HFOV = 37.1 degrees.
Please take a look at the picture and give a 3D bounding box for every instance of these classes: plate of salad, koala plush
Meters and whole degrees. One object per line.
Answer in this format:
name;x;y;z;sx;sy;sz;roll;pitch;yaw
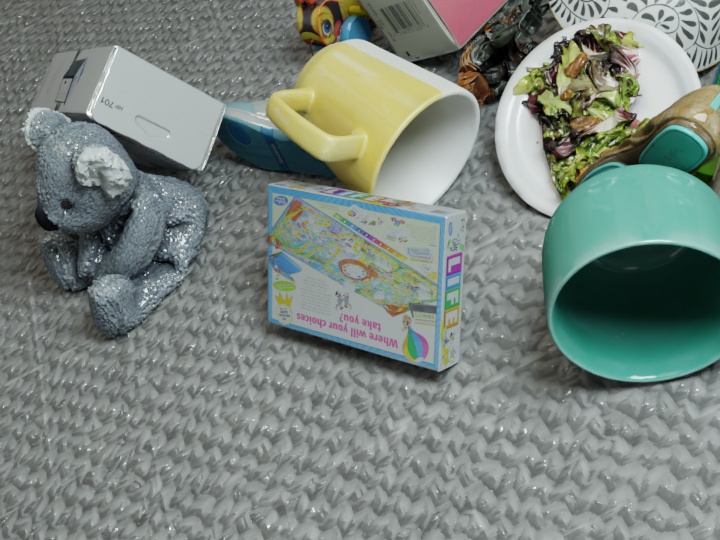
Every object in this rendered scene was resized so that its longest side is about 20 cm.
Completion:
plate of salad;0.215;-0.145;0.998;0.198;0.048;0.202;-8;74;28
koala plush;-0.269;-0.076;1.118;0.184;0.201;0.177;-41;44;-15

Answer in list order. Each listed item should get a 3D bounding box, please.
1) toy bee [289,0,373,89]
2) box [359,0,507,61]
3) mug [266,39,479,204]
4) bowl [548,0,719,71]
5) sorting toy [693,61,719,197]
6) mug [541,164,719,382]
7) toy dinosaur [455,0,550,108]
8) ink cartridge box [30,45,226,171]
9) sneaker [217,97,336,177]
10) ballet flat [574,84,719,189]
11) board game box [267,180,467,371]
toy bee;-0.030;-0.302;1.280;0.130;0.109;0.201;-4;48;22
box;0.111;-0.346;1.220;0.200;0.109;0.128;-47;22;-19
mug;0.007;-0.154;1.032;0.153;0.187;0.150;41;89;27
bowl;0.293;-0.297;1.058;0.198;0.095;0.202;4;55;-5
sorting toy;0.317;-0.156;0.903;0.036;0.201;0.186;19;56;7
mug;0.228;0.003;0.840;0.152;0.185;0.115;-33;34;31
toy dinosaur;0.153;-0.218;1.132;0.135;0.102;0.202;-16;53;43
ink cartridge box;-0.264;-0.180;1.207;0.199;0.146;0.087;10;77;55
sneaker;-0.064;-0.179;1.203;0.198;0.080;0.131;16;60;26
ballet flat;0.245;-0.098;0.889;0.068;0.200;0.072;39;69;2
board game box;0.000;0.000;0.960;0.199;0.136;0.034;13;19;36
